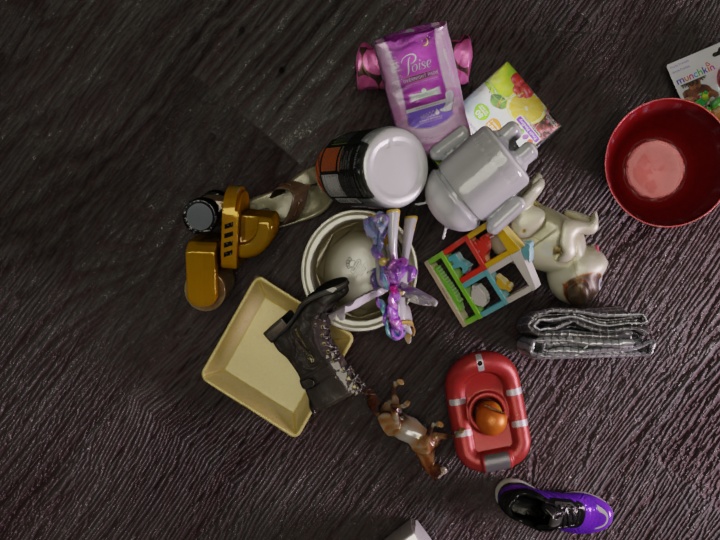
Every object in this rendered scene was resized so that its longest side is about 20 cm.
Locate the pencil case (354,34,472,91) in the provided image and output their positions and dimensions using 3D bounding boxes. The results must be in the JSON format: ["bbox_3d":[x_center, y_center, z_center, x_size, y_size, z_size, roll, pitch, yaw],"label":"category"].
[{"bbox_3d":[0.088,-0.348,1.397,0.196,0.095,0.092,-2,133,3],"label":"pencil case"}]

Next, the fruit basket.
[{"bbox_3d":[0.627,-0.285,1.365,0.182,0.094,0.203,-21,86,3],"label":"fruit basket"}]

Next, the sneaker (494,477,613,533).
[{"bbox_3d":[0.322,0.402,1.373,0.196,0.100,0.071,10,92,3],"label":"sneaker"}]

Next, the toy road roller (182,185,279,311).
[{"bbox_3d":[-0.209,-0.037,1.374,0.143,0.123,0.204,4,103,3],"label":"toy road roller"}]

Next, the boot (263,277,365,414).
[{"bbox_3d":[-0.049,0.123,1.349,0.199,0.069,0.175,-37,91,29],"label":"boot"}]

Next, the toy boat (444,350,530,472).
[{"bbox_3d":[0.210,0.233,1.365,0.128,0.131,0.204,-11,89,3],"label":"toy boat"}]

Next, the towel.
[{"bbox_3d":[0.355,0.098,1.342,0.196,0.166,0.087,-2,84,3],"label":"towel"}]

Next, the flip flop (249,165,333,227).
[{"bbox_3d":[-0.127,-0.117,1.420,0.197,0.058,0.082,-21,89,3],"label":"flip flop"}]

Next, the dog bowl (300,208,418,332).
[{"bbox_3d":[0.000,0.000,1.406,0.196,0.074,0.205,0,90,4],"label":"dog bowl"}]

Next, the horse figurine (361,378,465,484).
[{"bbox_3d":[0.083,0.259,1.393,0.198,0.133,0.050,35,49,3],"label":"horse figurine"}]

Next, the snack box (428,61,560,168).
[{"bbox_3d":[0.216,-0.226,1.403,0.199,0.053,0.143,-41,85,4],"label":"snack box"}]

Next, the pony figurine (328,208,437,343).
[{"bbox_3d":[0.048,0.013,1.278,0.163,0.193,0.204,-4,86,19],"label":"pony figurine"}]

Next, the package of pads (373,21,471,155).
[{"bbox_3d":[0.101,-0.282,1.327,0.118,0.076,0.203,-14,108,4],"label":"package of pads"}]

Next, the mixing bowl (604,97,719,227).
[{"bbox_3d":[0.489,-0.170,1.359,0.196,0.108,0.205,0,91,7],"label":"mixing bowl"}]

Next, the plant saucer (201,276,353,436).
[{"bbox_3d":[-0.139,0.145,1.425,0.198,0.048,0.202,31,92,3],"label":"plant saucer"}]

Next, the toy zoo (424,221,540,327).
[{"bbox_3d":[0.206,-0.002,1.359,0.199,0.020,0.132,-35,87,43],"label":"toy zoo"}]

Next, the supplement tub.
[{"bbox_3d":[0.010,-0.161,1.323,0.120,0.199,0.125,-3,96,-26],"label":"supplement tub"}]

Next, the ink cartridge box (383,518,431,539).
[{"bbox_3d":[0.054,0.539,1.396,0.199,0.083,0.147,-38,88,3],"label":"ink cartridge box"}]

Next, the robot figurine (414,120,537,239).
[{"bbox_3d":[0.179,-0.141,1.287,0.199,0.113,0.171,-41,76,13],"label":"robot figurine"}]

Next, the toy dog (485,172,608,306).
[{"bbox_3d":[0.312,-0.031,1.359,0.199,0.140,0.195,41,96,1],"label":"toy dog"}]
